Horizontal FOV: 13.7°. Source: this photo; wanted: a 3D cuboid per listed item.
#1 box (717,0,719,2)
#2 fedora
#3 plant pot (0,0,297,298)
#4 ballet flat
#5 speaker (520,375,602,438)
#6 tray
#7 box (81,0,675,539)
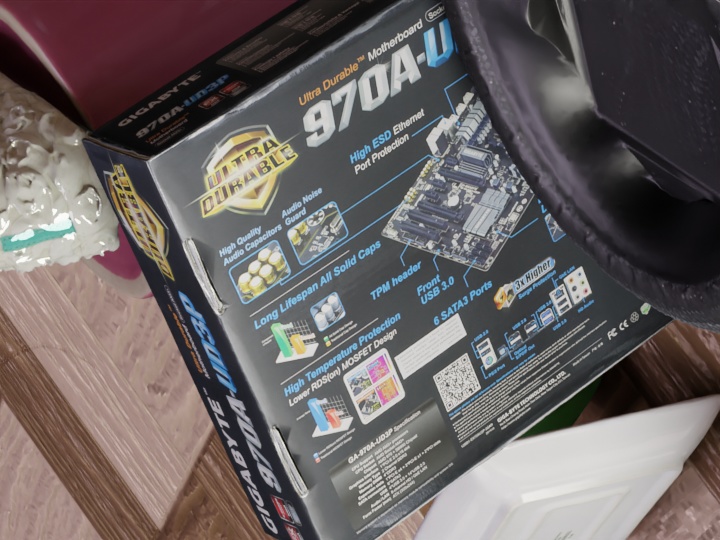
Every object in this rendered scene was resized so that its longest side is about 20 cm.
[{"bbox_3d":[0.107,-0.143,0.688,0.200,0.050,0.158,39,117,41],"label":"box"},{"bbox_3d":[0.100,-0.083,0.862,0.201,0.092,0.201,48,157,28],"label":"fedora"},{"bbox_3d":[-0.039,-0.089,1.062,0.200,0.179,0.200,47,160,23],"label":"plant pot"},{"bbox_3d":[-0.149,-0.046,1.027,0.200,0.072,0.072,29,147,55],"label":"ballet flat"},{"bbox_3d":[0.000,0.000,1.194,0.200,0.088,0.088,42,162,-6],"label":"speaker"},{"bbox_3d":[0.076,0.099,1.195,0.200,0.107,0.022,111,145,-67],"label":"tray"},{"bbox_3d":[0.028,-0.024,0.971,0.046,0.200,0.159,22,142,55],"label":"box"}]
